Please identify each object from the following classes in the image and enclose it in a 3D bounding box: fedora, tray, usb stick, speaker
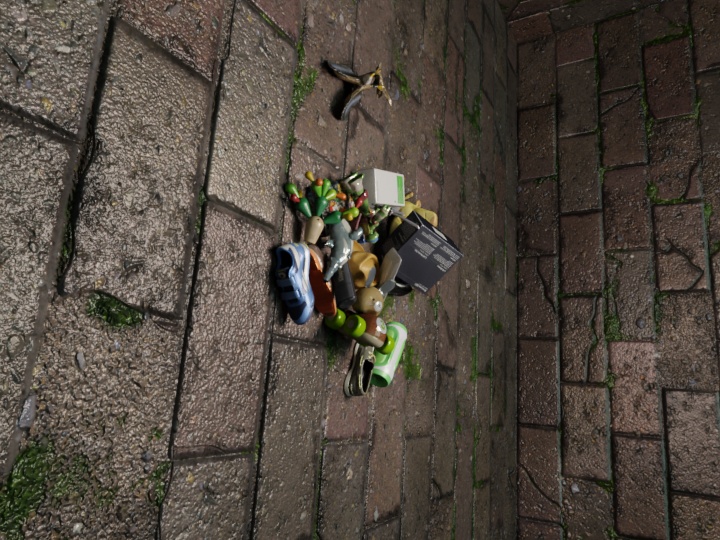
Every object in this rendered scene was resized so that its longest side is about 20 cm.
[{"bbox_3d":[0.000,0.000,1.488,0.200,0.081,0.202,12,76,-58],"label":"fedora"},{"bbox_3d":[0.062,0.036,1.520,0.107,0.022,0.201,-114,-136,-66],"label":"tray"},{"bbox_3d":[-0.048,0.020,1.335,0.033,0.055,0.201,51,16,-38],"label":"usb stick"},{"bbox_3d":[0.082,0.257,1.598,0.089,0.088,0.201,61,39,-35],"label":"speaker"}]

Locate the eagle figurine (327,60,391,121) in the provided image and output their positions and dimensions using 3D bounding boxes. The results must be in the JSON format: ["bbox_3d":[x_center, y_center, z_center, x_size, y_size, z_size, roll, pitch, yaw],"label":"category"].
[{"bbox_3d":[-0.013,-0.544,1.516,0.199,0.151,0.152,-26,68,-27],"label":"eagle figurine"}]

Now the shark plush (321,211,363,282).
[{"bbox_3d":[-0.072,-0.054,1.337,0.083,0.091,0.201,34,64,-28],"label":"shark plush"}]

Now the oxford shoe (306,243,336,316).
[{"bbox_3d":[-0.098,0.023,1.336,0.073,0.071,0.201,-50,128,-55],"label":"oxford shoe"}]

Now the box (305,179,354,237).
[{"bbox_3d":[-0.069,-0.178,1.435,0.200,0.037,0.138,-28,112,-57],"label":"box"}]

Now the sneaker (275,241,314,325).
[{"bbox_3d":[-0.163,0.030,1.226,0.082,0.074,0.201,4,76,-57],"label":"sneaker"}]

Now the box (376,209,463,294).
[{"bbox_3d":[0.186,-0.055,1.643,0.200,0.182,0.104,33,19,-30],"label":"box"}]

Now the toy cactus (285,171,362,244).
[{"bbox_3d":[-0.098,-0.148,1.293,0.199,0.102,0.166,18,87,-29],"label":"toy cactus"}]

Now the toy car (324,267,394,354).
[{"bbox_3d":[0.029,0.101,1.415,0.164,0.157,0.201,36,75,-41],"label":"toy car"}]

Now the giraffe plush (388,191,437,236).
[{"bbox_3d":[0.180,-0.168,1.779,0.200,0.172,0.162,53,18,11],"label":"giraffe plush"}]

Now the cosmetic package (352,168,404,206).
[{"bbox_3d":[0.058,-0.253,1.614,0.200,0.084,0.108,-10,98,-60],"label":"cosmetic package"}]

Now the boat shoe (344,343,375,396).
[{"bbox_3d":[0.012,0.272,1.503,0.072,0.060,0.203,55,43,-42],"label":"boat shoe"}]

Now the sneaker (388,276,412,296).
[{"bbox_3d":[0.087,0.023,1.669,0.200,0.076,0.088,21,45,-53],"label":"sneaker"}]

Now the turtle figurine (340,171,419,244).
[{"bbox_3d":[0.042,-0.186,1.431,0.195,0.199,0.144,62,23,-22],"label":"turtle figurine"}]
